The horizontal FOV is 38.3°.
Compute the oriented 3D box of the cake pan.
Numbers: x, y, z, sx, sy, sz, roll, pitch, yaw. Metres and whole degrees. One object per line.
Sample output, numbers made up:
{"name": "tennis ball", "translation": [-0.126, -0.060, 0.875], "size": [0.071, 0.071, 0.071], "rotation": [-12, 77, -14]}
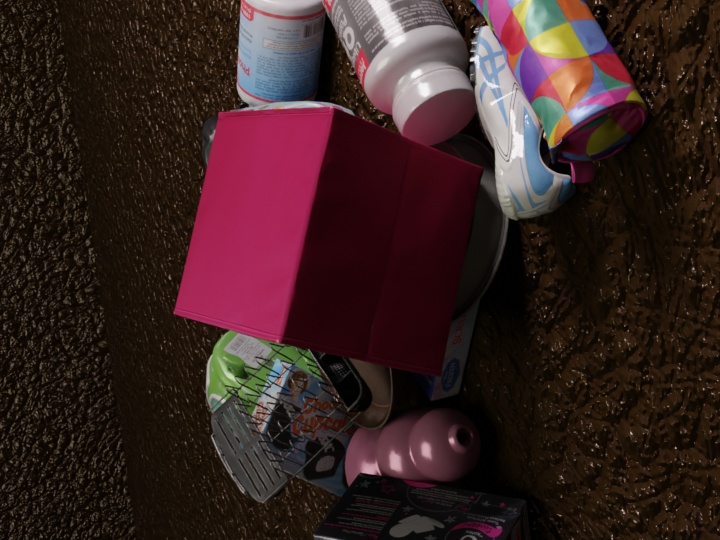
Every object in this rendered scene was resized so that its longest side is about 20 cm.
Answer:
{"name": "cake pan", "translation": [0.066, -0.043, 1.051], "size": [0.199, 0.036, 0.204], "rotation": [-18, 67, 48]}

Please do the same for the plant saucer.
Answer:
{"name": "plant saucer", "translation": [-0.005, 0.078, 1.171], "size": [0.200, 0.034, 0.203], "rotation": [43, 142, 46]}

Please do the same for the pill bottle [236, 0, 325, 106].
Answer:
{"name": "pill bottle", "translation": [-0.105, -0.274, 1.340], "size": [0.109, 0.107, 0.202], "rotation": [54, 146, 43]}

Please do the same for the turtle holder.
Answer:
{"name": "turtle holder", "translation": [-0.114, 0.157, 1.356], "size": [0.142, 0.183, 0.133], "rotation": [-100, 28, -51]}

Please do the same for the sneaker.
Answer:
{"name": "sneaker", "translation": [0.141, -0.136, 0.925], "size": [0.072, 0.071, 0.203], "rotation": [63, -166, -60]}

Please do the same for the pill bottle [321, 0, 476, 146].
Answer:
{"name": "pill bottle", "translation": [0.041, -0.227, 1.032], "size": [0.202, 0.109, 0.111], "rotation": [66, 153, 27]}

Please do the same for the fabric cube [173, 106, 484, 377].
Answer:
{"name": "fabric cube", "translation": [-0.031, -0.026, 0.979], "size": [0.195, 0.198, 0.203], "rotation": [7, 83, 52]}

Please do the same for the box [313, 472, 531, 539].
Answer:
{"name": "box", "translation": [0.068, 0.308, 1.071], "size": [0.197, 0.115, 0.134], "rotation": [3, 116, 30]}

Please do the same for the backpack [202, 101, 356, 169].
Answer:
{"name": "backpack", "translation": [-0.090, -0.130, 1.270], "size": [0.197, 0.126, 0.170], "rotation": [-9, 102, 24]}

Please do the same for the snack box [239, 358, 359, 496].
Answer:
{"name": "snack box", "translation": [-0.050, 0.201, 1.277], "size": [0.037, 0.199, 0.118], "rotation": [10, 72, 48]}

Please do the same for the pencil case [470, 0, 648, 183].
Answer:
{"name": "pencil case", "translation": [0.154, -0.177, 0.841], "size": [0.089, 0.087, 0.202], "rotation": [120, 136, -56]}

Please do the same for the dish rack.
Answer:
{"name": "dish rack", "translation": [-0.089, 0.151, 1.161], "size": [0.200, 0.054, 0.154], "rotation": [-44, 57, 9]}

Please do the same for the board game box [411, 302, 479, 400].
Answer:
{"name": "board game box", "translation": [0.064, 0.004, 1.165], "size": [0.201, 0.041, 0.202], "rotation": [53, 145, 45]}

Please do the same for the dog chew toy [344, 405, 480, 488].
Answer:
{"name": "dog chew toy", "translation": [0.064, 0.209, 1.166], "size": [0.200, 0.123, 0.126], "rotation": [-39, 65, 55]}
